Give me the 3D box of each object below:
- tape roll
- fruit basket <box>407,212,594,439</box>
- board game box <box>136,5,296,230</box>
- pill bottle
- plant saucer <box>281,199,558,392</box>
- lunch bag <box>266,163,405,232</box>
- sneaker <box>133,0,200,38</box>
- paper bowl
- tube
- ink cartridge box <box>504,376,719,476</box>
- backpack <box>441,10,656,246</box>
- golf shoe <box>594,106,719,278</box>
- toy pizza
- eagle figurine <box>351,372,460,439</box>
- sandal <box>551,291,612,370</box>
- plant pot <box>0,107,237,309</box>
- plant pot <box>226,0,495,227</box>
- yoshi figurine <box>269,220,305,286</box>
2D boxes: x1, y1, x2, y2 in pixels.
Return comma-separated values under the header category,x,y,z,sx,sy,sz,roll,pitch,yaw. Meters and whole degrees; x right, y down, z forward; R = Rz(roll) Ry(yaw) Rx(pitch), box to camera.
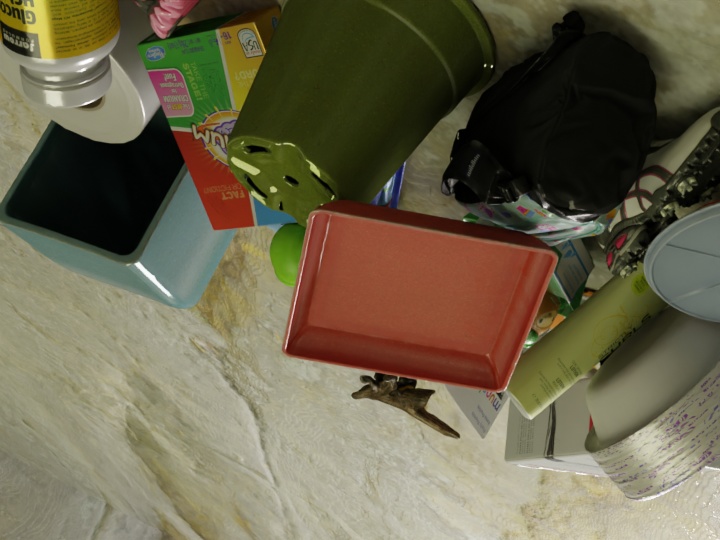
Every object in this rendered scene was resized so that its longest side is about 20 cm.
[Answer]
category,x,y,z,sx,sy,sz,roll,pitch,yaw
tape roll,-0.285,-0.222,1.661,0.201,0.071,0.203,24,151,14
fruit basket,0.135,0.030,1.515,0.093,0.201,0.186,11,150,37
board game box,-0.109,-0.139,1.548,0.152,0.040,0.201,-5,117,38
pill bottle,-0.275,-0.253,1.476,0.112,0.112,0.201,19,132,24
plant saucer,0.045,0.017,1.351,0.198,0.037,0.200,9,141,-4
lunch bag,-0.033,-0.114,1.599,0.150,0.094,0.201,30,145,11
sneaker,-0.173,-0.280,1.442,0.095,0.079,0.200,45,154,-3
paper bowl,0.285,0.104,1.485,0.104,0.201,0.201,48,156,-1
tube,0.214,0.054,1.496,0.052,0.200,0.058,50,177,8
ink cartridge box,0.264,0.164,1.713,0.144,0.084,0.200,11,167,-27
backpack,0.149,-0.093,1.318,0.126,0.168,0.200,31,164,-13
golf shoe,0.239,-0.078,1.328,0.088,0.077,0.200,60,144,21
toy pizza,0.331,-0.014,1.341,0.198,0.032,0.201,3,149,2
eagle figurine,0.072,0.057,1.657,0.151,0.201,0.151,38,155,-7
sandal,0.257,0.071,1.627,0.205,0.059,0.079,12,151,37
plant pot,-0.236,-0.065,1.798,0.195,0.197,0.200,17,159,28
plant pot,-0.017,-0.141,1.368,0.199,0.191,0.200,26,157,12
yoshi figurine,-0.008,0.001,1.554,0.199,0.112,0.113,11,126,31
